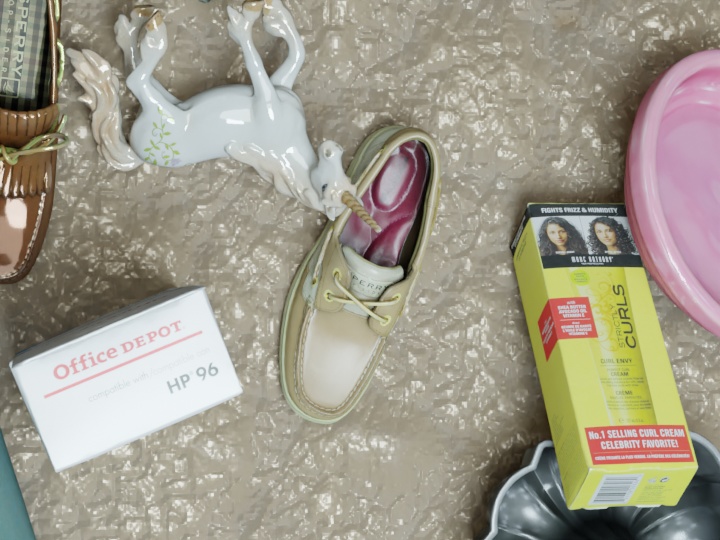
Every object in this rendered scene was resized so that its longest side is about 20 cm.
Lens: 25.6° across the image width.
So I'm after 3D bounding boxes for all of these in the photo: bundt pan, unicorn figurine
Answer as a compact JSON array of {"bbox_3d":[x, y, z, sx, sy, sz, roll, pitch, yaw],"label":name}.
[{"bbox_3d":[0.162,0.192,1.037,0.199,0.076,0.205,0,89,-11],"label":"bundt pan"},{"bbox_3d":[-0.077,-0.099,0.991,0.197,0.074,0.139,-1,106,19],"label":"unicorn figurine"}]

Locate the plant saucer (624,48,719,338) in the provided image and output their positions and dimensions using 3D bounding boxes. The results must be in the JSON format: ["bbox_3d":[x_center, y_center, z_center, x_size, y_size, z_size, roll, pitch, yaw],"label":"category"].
[{"bbox_3d":[0.244,-0.042,1.043,0.199,0.051,0.203,12,69,-32],"label":"plant saucer"}]

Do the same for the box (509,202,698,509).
[{"bbox_3d":[0.149,0.050,0.999,0.074,0.050,0.202,1,54,-11],"label":"box"}]

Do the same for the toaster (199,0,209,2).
[{"bbox_3d":[-0.152,-0.254,0.970,0.197,0.114,0.131,13,83,-8],"label":"toaster"}]

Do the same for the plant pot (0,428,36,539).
[{"bbox_3d":[-0.269,0.159,0.902,0.198,0.200,0.198,-23,100,-11],"label":"plant pot"}]

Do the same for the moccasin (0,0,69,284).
[{"bbox_3d":[-0.212,-0.093,0.967,0.073,0.078,0.204,12,90,-11],"label":"moccasin"}]

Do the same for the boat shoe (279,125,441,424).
[{"bbox_3d":[0.000,0.000,1.014,0.073,0.066,0.203,17,85,-10],"label":"boat shoe"}]

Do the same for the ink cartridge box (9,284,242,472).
[{"bbox_3d":[-0.137,0.059,0.917,0.115,0.200,0.069,-23,93,-10],"label":"ink cartridge box"}]
